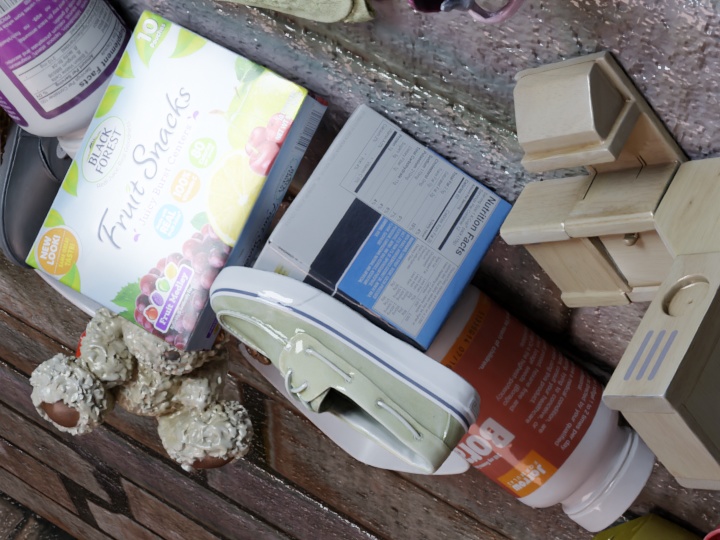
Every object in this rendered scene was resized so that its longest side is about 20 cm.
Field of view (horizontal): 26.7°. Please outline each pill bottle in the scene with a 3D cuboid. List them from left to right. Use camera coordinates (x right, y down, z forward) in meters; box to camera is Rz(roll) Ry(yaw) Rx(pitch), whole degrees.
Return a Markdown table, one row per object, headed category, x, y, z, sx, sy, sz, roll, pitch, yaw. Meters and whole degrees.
| category | x | y | z | sx | sy | sz | roll | pitch | yaw |
| --- | --- | --- | --- | --- | --- | --- | --- | --- | --- |
| pill bottle | -0.233 | -0.170 | 1.114 | 0.112 | 0.112 | 0.200 | 10 | 147 | 44 |
| pill bottle | 0.125 | 0.110 | 1.173 | 0.200 | 0.112 | 0.112 | 37 | 157 | -6 |

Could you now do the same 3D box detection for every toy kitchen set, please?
| category | x | y | z | sx | sy | sz | roll | pitch | yaw |
| --- | --- | --- | --- | --- | --- | --- | --- | --- | --- |
| toy kitchen set | 0.129 | -0.002 | 0.861 | 0.200 | 0.181 | 0.163 | -5 | 134 | 51 |

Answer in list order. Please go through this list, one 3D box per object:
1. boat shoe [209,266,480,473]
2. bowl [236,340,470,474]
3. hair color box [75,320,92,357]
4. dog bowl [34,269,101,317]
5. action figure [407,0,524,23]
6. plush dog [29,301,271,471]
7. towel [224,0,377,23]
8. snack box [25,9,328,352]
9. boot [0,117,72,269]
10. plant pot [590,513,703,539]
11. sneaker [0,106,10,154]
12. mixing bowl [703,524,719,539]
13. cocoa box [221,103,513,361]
| category | x | y | z | sx | sy | sz | roll | pitch | yaw |
| --- | --- | --- | --- | --- | --- | --- | --- | --- | --- |
| boat shoe | -0.019 | 0.063 | 0.998 | 0.199 | 0.062 | 0.072 | 26 | 154 | 13 |
| bowl | 0.007 | 0.092 | 1.347 | 0.200 | 0.075 | 0.200 | 44 | 156 | -21 |
| hair color box | -0.259 | 0.077 | 1.642 | 0.061 | 0.102 | 0.200 | 34 | 157 | -1 |
| dog bowl | -0.239 | -0.021 | 1.455 | 0.200 | 0.079 | 0.200 | 29 | 156 | 14 |
| action figure | -0.009 | -0.221 | 0.775 | 0.200 | 0.134 | 0.149 | 34 | -159 | 32 |
| plush dog | -0.165 | 0.056 | 1.310 | 0.199 | 0.161 | 0.172 | 21 | 129 | -17 |
| towel | -0.089 | -0.217 | 0.924 | 0.199 | 0.037 | 0.149 | 19 | 151 | 33 |
| snack box | -0.131 | -0.063 | 1.077 | 0.142 | 0.201 | 0.053 | 27 | -176 | 17 |
| boot | -0.220 | -0.067 | 1.264 | 0.199 | 0.166 | 0.065 | 13 | -166 | 39 |
| plant pot | 0.255 | 0.332 | 1.350 | 0.176 | 0.200 | 0.200 | 45 | 157 | 3 |
| sneaker | -0.371 | -0.104 | 1.478 | 0.090 | 0.075 | 0.200 | 16 | 150 | 26 |
| mixing bowl | 0.347 | 0.193 | 1.038 | 0.200 | 0.109 | 0.200 | 30 | 157 | 14 |
| cocoa box | 0.000 | 0.000 | 1.100 | 0.131 | 0.134 | 0.200 | 33 | 157 | -2 |
